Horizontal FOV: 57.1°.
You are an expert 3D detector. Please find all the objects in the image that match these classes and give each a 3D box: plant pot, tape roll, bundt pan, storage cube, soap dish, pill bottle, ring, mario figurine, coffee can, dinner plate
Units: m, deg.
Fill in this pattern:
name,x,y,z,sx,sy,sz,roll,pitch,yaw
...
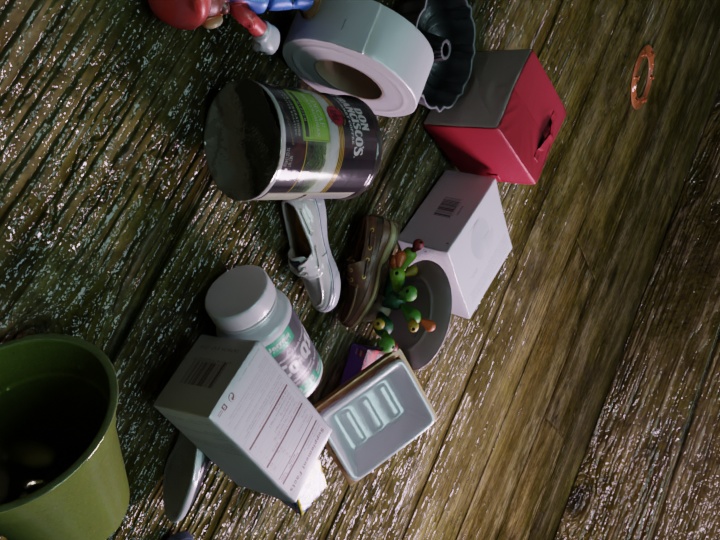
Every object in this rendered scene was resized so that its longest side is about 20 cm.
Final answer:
name,x,y,z,sx,sy,sz,roll,pitch,yaw
plant pot,-0.329,0.205,0.693,0.200,0.198,0.192,-43,148,-34
tape roll,-0.004,-0.288,0.895,0.202,0.200,0.072,31,80,-53
bundt pan,0.116,-0.378,1.125,0.201,0.075,0.205,-24,122,-46
storage cube,0.253,-0.289,1.251,0.179,0.198,0.173,38,74,-45
soap dish,0.020,0.253,1.165,0.199,0.081,0.159,-34,105,-13
pill bottle,-0.136,0.095,0.943,0.114,0.112,0.201,-51,139,-27
ring,0.929,-0.631,2.164,0.199,0.019,0.204,-26,124,-46
mario figurine,-0.151,-0.325,0.772,0.198,0.124,0.107,-18,152,-27
coffee can,-0.086,-0.167,0.880,0.199,0.145,0.149,-10,111,-51
dinner plate,0.094,0.078,1.190,0.024,0.199,0.204,13,94,-30

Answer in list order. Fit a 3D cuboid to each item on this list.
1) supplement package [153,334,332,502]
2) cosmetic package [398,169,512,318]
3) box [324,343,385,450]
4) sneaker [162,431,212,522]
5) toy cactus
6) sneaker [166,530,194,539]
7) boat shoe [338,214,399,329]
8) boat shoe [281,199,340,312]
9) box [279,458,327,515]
name,x,y,z,sx,sy,sz,roll,pitch,yaw
supplement package,-0.148,0.195,0.872,0.201,0.116,0.118,58,48,-35
cosmetic package,0.194,-0.053,1.319,0.200,0.122,0.201,-53,138,-26
box,0.008,0.245,1.258,0.136,0.039,0.203,15,91,-54
sneaker,-0.212,0.256,0.939,0.099,0.070,0.203,19,84,-49
toy cactus,0.058,0.055,1.151,0.101,0.165,0.203,17,66,-25
sneaker,-0.282,0.472,0.923,0.202,0.081,0.070,-59,141,-19
boat shoe,0.000,0.000,1.139,0.067,0.072,0.203,19,97,-21
boat shoe,-0.082,-0.022,1.006,0.070,0.070,0.203,-31,124,-44
box,-0.116,0.304,1.095,0.070,0.064,0.203,-39,133,-37
